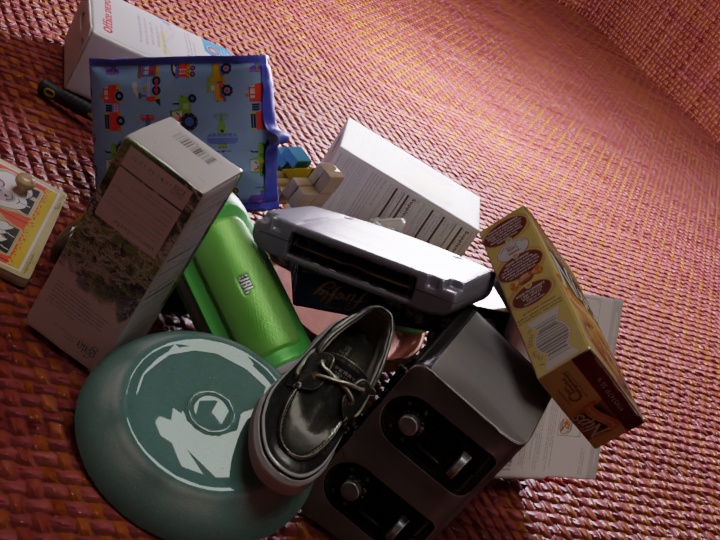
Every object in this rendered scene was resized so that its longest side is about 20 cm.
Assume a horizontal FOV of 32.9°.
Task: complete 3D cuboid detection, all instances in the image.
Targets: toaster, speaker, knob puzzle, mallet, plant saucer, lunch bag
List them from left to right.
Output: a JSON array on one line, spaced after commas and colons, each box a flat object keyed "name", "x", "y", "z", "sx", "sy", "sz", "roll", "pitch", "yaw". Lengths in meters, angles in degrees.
[{"name": "knob puzzle", "x": -0.370, "y": -0.082, "z": 1.102, "sx": 0.219, "sy": 0.031, "sz": 0.220, "roll": 27, "pitch": 25, "yaw": -14}, {"name": "mallet", "x": -0.265, "y": -0.167, "z": 1.350, "sx": 0.200, "sy": 0.066, "sz": 0.041, "roll": 34, "pitch": 25, "yaw": 1}, {"name": "lunch bag", "x": -0.163, "y": -0.137, "z": 1.212, "sx": 0.199, "sy": 0.151, "sz": 0.094, "roll": 5, "pitch": 12, "yaw": 27}, {"name": "plant saucer", "x": -0.121, "y": 0.120, "z": 0.959, "sx": 0.199, "sy": 0.036, "sz": 0.201, "roll": 16, "pitch": 46, "yaw": -17}, {"name": "speaker", "x": -0.111, "y": 0.025, "z": 1.097, "sx": 0.088, "sy": 0.088, "sz": 0.201, "roll": -11, "pitch": 71, "yaw": -58}, {"name": "plant saucer", "x": -0.023, "y": 0.033, "z": 1.304, "sx": 0.199, "sy": 0.032, "sz": 0.201, "roll": 24, "pitch": 33, "yaw": -16}, {"name": "toaster", "x": 0.060, "y": 0.142, "z": 1.054, "sx": 0.119, "sy": 0.181, "sz": 0.200, "roll": 42, "pitch": 24, "yaw": 4}]

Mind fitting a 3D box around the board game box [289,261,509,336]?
[{"name": "board game box", "x": 0.033, "y": 0.014, "z": 1.174, "sx": 0.199, "sy": 0.035, "sz": 0.136, "roll": 12, "pitch": 17, "yaw": -8}]

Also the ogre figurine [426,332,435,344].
[{"name": "ogre figurine", "x": 0.130, "y": 0.074, "z": 1.318, "sx": 0.098, "sy": 0.120, "sz": 0.200, "roll": 24, "pitch": 25, "yaw": 15}]

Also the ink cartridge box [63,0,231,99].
[{"name": "ink cartridge box", "x": -0.256, "y": -0.247, "z": 1.487, "sx": 0.199, "sy": 0.085, "sz": 0.145, "roll": 23, "pitch": 26, "yaw": -26}]

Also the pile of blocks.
[{"name": "pile of blocks", "x": -0.113, "y": -0.099, "z": 1.290, "sx": 0.062, "sy": 0.199, "sz": 0.083, "roll": -6, "pitch": 90, "yaw": -52}]

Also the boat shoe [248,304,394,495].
[{"name": "boat shoe", "x": -0.028, "y": 0.089, "z": 0.963, "sx": 0.072, "sy": 0.071, "sz": 0.200, "roll": 37, "pitch": 38, "yaw": -8}]

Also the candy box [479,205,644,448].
[{"name": "candy box", "x": 0.177, "y": 0.047, "z": 1.089, "sx": 0.116, "sy": 0.055, "sz": 0.200, "roll": 49, "pitch": 17, "yaw": -37}]

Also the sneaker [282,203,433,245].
[{"name": "sneaker", "x": 0.004, "y": -0.038, "z": 1.417, "sx": 0.199, "sy": 0.092, "sz": 0.076, "roll": 29, "pitch": 25, "yaw": -10}]

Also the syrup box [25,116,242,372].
[{"name": "syrup box", "x": -0.188, "y": -0.018, "z": 1.004, "sx": 0.079, "sy": 0.200, "sz": 0.081, "roll": 36, "pitch": 25, "yaw": 5}]

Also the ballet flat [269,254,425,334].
[{"name": "ballet flat", "x": 0.000, "y": 0.000, "z": 1.271, "sx": 0.199, "sy": 0.071, "sz": 0.069, "roll": 29, "pitch": 39, "yaw": -10}]

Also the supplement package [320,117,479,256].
[{"name": "supplement package", "x": 0.038, "y": -0.079, "z": 1.515, "sx": 0.199, "sy": 0.110, "sz": 0.114, "roll": 30, "pitch": 25, "yaw": -9}]

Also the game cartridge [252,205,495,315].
[{"name": "game cartridge", "x": 0.016, "y": -0.011, "z": 1.106, "sx": 0.199, "sy": 0.041, "sz": 0.133, "roll": 21, "pitch": 17, "yaw": 20}]

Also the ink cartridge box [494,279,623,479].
[{"name": "ink cartridge box", "x": 0.190, "y": 0.113, "z": 1.260, "sx": 0.173, "sy": 0.201, "sz": 0.043, "roll": 11, "pitch": -2, "yaw": -43}]

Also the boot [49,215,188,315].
[{"name": "boot", "x": -0.192, "y": -0.008, "z": 1.137, "sx": 0.097, "sy": 0.075, "sz": 0.200, "roll": 41, "pitch": 23, "yaw": 21}]
